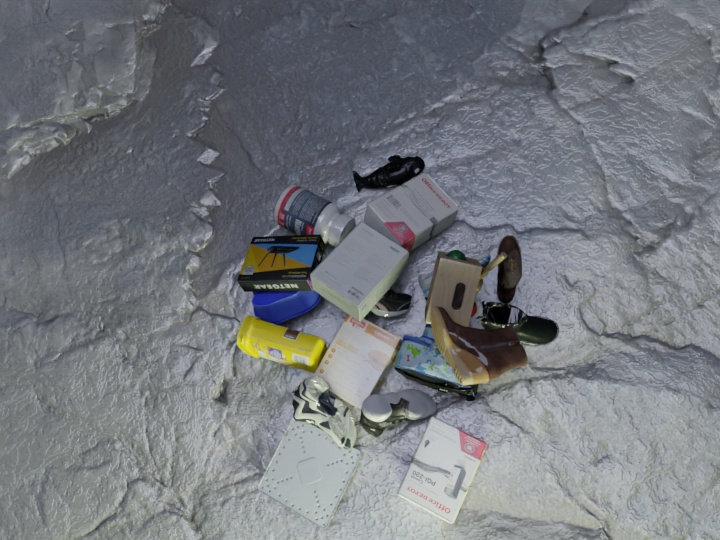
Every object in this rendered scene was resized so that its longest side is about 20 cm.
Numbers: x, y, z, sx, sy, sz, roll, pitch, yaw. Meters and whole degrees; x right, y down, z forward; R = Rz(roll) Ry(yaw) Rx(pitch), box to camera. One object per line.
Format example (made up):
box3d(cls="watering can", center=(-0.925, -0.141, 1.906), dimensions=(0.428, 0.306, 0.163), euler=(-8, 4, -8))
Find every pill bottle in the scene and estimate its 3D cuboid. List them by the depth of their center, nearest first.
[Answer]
box3d(cls="pill bottle", center=(-0.120, -0.138, 1.788), dimensions=(0.199, 0.120, 0.120), euler=(26, 79, 18))

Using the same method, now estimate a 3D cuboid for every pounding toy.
box3d(cls="pounding toy", center=(0.241, 0.032, 1.568), dimensions=(0.141, 0.184, 0.201), euler=(13, 98, 3))

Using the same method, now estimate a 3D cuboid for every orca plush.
box3d(cls="orca plush", center=(0.075, -0.278, 1.818), dimensions=(0.198, 0.071, 0.106), euler=(-2, 73, 11))

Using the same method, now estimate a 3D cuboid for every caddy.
box3d(cls="caddy", center=(-0.198, 0.060, 1.754), dimensions=(0.199, 0.105, 0.142), euler=(-21, 46, 4))

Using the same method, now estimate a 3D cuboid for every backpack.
box3d(cls="backpack", center=(0.189, 0.210, 1.588), dimensions=(0.199, 0.183, 0.148), euler=(12, 76, 16))

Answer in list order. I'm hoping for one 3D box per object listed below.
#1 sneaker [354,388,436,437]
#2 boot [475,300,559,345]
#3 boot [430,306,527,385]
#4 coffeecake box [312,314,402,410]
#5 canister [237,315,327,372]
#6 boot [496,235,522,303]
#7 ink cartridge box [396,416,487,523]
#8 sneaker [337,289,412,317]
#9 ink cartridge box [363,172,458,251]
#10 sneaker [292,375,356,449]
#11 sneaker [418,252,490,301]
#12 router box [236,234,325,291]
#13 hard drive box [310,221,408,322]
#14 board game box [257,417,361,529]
box3d(cls="sneaker", center=(0.081, 0.349, 1.625), dimensions=(0.199, 0.114, 0.076), euler=(2, 51, -24))
box3d(cls="boot", center=(0.377, 0.123, 1.587), dimensions=(0.197, 0.163, 0.074), euler=(8, 76, 13))
box3d(cls="boot", center=(0.259, 0.151, 1.480), dimensions=(0.165, 0.072, 0.201), euler=(-17, 64, -16))
box3d(cls="coffeecake box", center=(-0.005, 0.229, 1.677), dimensions=(0.153, 0.073, 0.201), euler=(27, 80, 19))
box3d(cls="canister", center=(-0.194, 0.191, 1.688), dimensions=(0.199, 0.149, 0.087), euler=(14, 72, 13))
box3d(cls="boot", center=(0.364, -0.027, 1.615), dimensions=(0.064, 0.200, 0.188), euler=(1, 73, 11))
box3d(cls="ink cartridge box", center=(0.192, 0.466, 1.561), dimensions=(0.145, 0.085, 0.201), euler=(23, 81, 17))
box3d(cls="sneaker", center=(0.034, 0.060, 1.686), dimensions=(0.198, 0.080, 0.087), euler=(4, 118, -5))
box3d(cls="ink cartridge box", center=(0.131, -0.143, 1.725), dimensions=(0.199, 0.083, 0.147), euler=(-31, 68, -25))
box3d(cls="sneaker", center=(-0.101, 0.358, 1.647), dimensions=(0.199, 0.129, 0.080), euler=(51, 51, -8))
box3d(cls="sneaker", center=(0.236, -0.006, 1.705), dimensions=(0.199, 0.075, 0.087), euler=(-28, 64, 1))
box3d(cls="router box", center=(-0.201, -0.019, 1.711), dimensions=(0.199, 0.051, 0.150), euler=(-2, 53, 20))
box3d(cls="hard drive box", center=(0.000, 0.000, 1.633), dimensions=(0.155, 0.077, 0.200), euler=(34, 65, 22))
box3d(cls="board game box", center=(-0.123, 0.496, 1.644), dimensions=(0.199, 0.026, 0.201), euler=(24, 79, 17))
